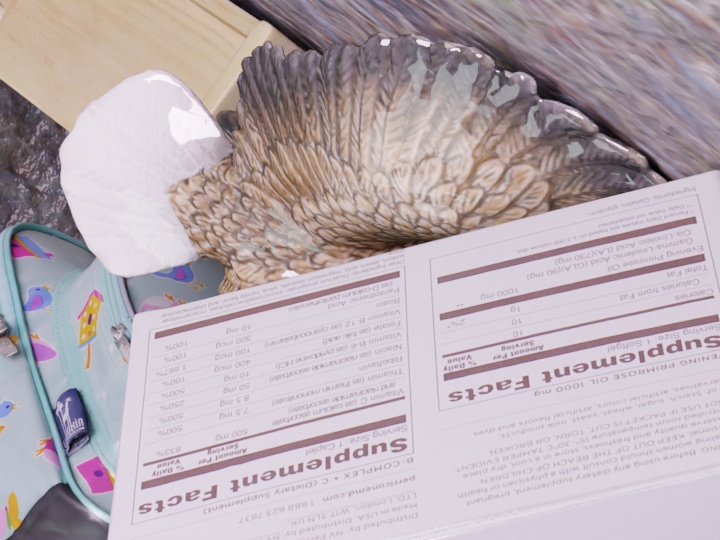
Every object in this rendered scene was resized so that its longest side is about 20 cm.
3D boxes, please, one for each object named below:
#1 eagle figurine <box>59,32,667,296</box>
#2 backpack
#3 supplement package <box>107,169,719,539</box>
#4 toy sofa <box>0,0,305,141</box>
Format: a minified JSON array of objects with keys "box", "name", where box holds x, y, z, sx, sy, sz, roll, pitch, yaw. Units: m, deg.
[{"box":[0.007,-0.003,0.724,0.152,0.151,0.200,52,-177,-23],"name":"eagle figurine"},{"box":[-0.082,0.069,0.891,0.176,0.153,0.200,28,-166,-39],"name":"backpack"},{"box":[0.044,0.101,0.596,0.111,0.155,0.200,-91,-16,-54],"name":"supplement package"},{"box":[-0.088,-0.084,0.973,0.200,0.083,0.098,36,180,40],"name":"toy sofa"}]
